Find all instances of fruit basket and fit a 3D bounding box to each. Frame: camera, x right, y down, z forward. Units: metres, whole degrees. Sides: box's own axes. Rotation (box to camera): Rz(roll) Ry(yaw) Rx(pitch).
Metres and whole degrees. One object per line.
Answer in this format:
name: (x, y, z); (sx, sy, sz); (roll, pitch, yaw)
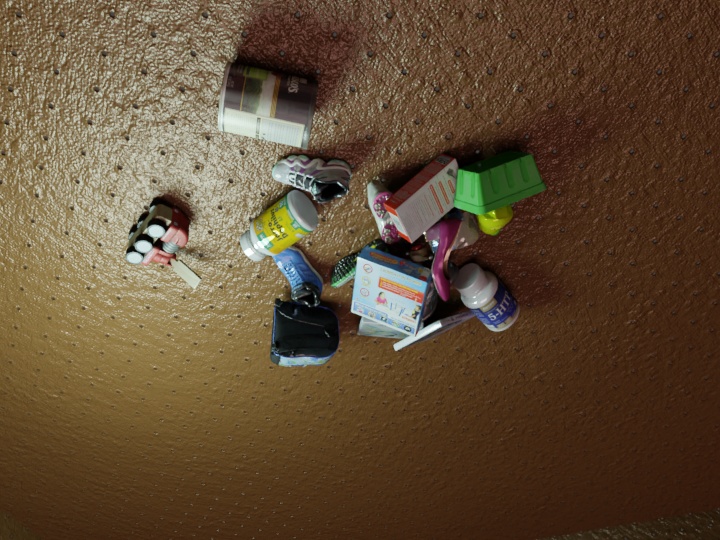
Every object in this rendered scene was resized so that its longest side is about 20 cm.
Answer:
fruit basket: (0.335, -0.170, 1.408); (0.211, 0.155, 0.220); (-7, 108, -21)

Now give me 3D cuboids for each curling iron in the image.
curling iron: (0.151, -0.065, 1.597); (0.198, 0.026, 0.050); (29, 105, -18)

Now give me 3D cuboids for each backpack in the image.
backpack: (-0.165, 0.194, 1.709); (0.195, 0.187, 0.148); (5, 154, -10)

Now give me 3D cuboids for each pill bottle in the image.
pill bottle: (0.358, 0.074, 1.655); (0.119, 0.121, 0.199); (-34, 124, 25)
pill bottle: (-0.214, -0.109, 1.490); (0.198, 0.114, 0.113); (-31, 125, 23)

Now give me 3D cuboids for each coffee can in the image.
coffee can: (-0.200, -0.358, 1.260); (0.196, 0.148, 0.148); (9, 130, -9)

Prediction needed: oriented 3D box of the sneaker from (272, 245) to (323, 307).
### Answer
sneaker: (-0.175, 0.019, 1.600); (0.076, 0.112, 0.200); (-26, 126, 20)

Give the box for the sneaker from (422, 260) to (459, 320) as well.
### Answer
sneaker: (0.188, 0.051, 1.600); (0.079, 0.075, 0.202); (31, 95, -42)

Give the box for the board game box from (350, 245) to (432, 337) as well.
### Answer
board game box: (0.080, 0.057, 1.535); (0.197, 0.056, 0.199); (21, 131, 15)

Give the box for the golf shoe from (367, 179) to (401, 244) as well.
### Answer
golf shoe: (0.065, -0.152, 1.491); (0.074, 0.092, 0.201); (-25, 142, -5)

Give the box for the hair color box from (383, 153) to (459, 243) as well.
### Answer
hair color box: (0.163, -0.178, 1.417); (0.199, 0.064, 0.112); (-39, 127, -9)

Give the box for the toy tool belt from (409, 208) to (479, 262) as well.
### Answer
toy tool belt: (0.209, -0.111, 1.516); (0.196, 0.125, 0.125); (-19, 97, 10)

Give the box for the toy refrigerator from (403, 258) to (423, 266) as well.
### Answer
toy refrigerator: (0.126, 0.067, 1.676); (0.074, 0.071, 0.203); (6, 130, -8)

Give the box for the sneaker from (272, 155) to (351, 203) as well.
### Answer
sneaker: (-0.119, -0.211, 1.388); (0.195, 0.141, 0.079); (-2, 131, -1)

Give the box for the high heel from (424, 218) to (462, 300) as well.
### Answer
high heel: (0.223, -0.026, 1.441); (0.094, 0.067, 0.204); (-9, 104, 19)

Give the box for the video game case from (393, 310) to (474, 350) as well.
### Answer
video game case: (0.219, 0.176, 1.706); (0.180, 0.023, 0.199); (-10, 162, -46)

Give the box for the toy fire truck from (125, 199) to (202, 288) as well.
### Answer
toy fire truck: (-0.499, -0.058, 1.532); (0.198, 0.130, 0.176); (27, 125, -37)

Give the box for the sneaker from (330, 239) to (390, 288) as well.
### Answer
sneaker: (0.000, 0.000, 1.611); (0.198, 0.079, 0.085); (-28, 126, 20)

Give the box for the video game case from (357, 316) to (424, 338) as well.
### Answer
video game case: (0.085, 0.173, 1.723); (0.178, 0.022, 0.200); (5, 164, -3)
